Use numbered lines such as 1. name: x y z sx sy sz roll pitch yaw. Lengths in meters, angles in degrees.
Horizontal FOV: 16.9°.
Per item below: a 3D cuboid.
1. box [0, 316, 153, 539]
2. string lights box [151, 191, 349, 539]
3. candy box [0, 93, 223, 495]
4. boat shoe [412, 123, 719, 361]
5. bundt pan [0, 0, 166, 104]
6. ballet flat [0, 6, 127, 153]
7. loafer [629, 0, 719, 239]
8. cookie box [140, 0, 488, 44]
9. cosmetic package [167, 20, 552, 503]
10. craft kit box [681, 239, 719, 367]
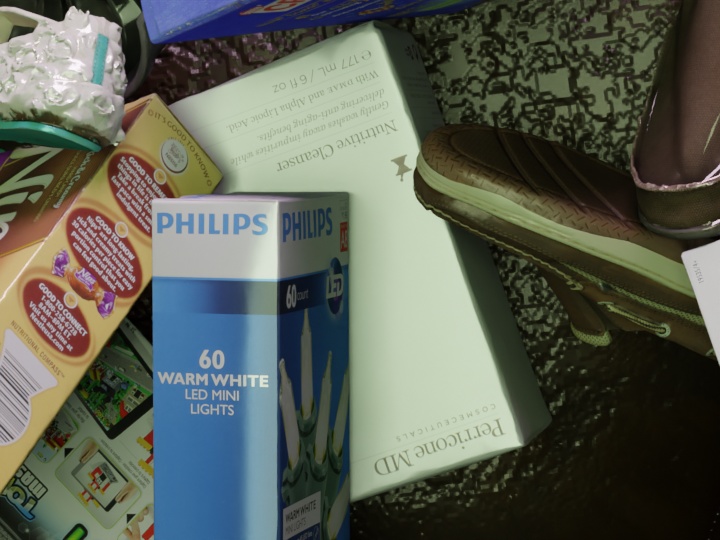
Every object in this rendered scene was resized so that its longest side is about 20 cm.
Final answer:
1. box: -0.096 0.114 1.098 0.200 0.035 0.110 49 65 -13
2. string lights box: -0.046 0.067 1.029 0.059 0.103 0.200 1 94 16
3. candy box: -0.154 0.017 1.033 0.117 0.200 0.056 -14 125 44
4. boat shoe: 0.110 0.001 1.065 0.202 0.075 0.075 19 116 -13
5. bundt pan: -0.161 -0.157 1.108 0.202 0.076 0.202 15 125 23
6. ballet flat: -0.167 -0.082 1.068 0.200 0.072 0.072 0 93 45
7. loafer: 0.157 -0.104 1.036 0.073 0.071 0.200 0 55 37
8. cookie box: 0.030 -0.157 1.007 0.171 0.200 0.075 -16 87 43
9. cosmetic package: 0.000 0.000 1.107 0.113 0.081 0.200 -22 87 13
10. craft kit box: 0.253 0.052 0.966 0.197 0.049 0.200 -23 79 23
